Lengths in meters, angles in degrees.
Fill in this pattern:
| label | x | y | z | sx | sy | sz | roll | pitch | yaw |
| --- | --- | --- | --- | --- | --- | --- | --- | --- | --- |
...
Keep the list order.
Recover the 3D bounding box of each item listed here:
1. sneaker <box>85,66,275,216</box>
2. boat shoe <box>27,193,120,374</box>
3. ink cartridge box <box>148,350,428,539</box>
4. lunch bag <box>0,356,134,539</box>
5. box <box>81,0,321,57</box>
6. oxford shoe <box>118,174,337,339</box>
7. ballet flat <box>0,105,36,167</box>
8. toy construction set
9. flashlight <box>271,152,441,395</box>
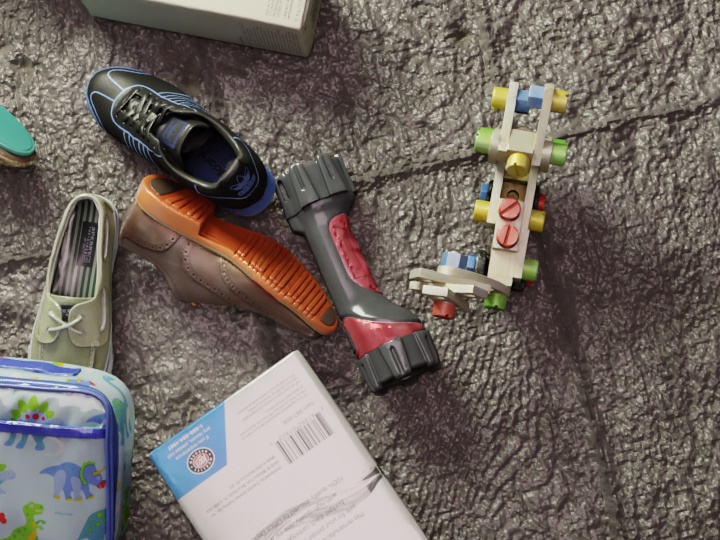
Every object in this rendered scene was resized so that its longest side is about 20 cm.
| label | x | y | z | sx | sy | sz | roll | pitch | yaw |
| --- | --- | --- | --- | --- | --- | --- | --- | --- | --- |
| sneaker | -0.157 | -0.119 | 1.165 | 0.200 | 0.078 | 0.070 | 32 | 85 | 20 |
| boat shoe | -0.240 | 0.032 | 1.163 | 0.072 | 0.062 | 0.201 | 3 | 82 | 3 |
| ink cartridge box | -0.050 | 0.189 | 1.118 | 0.144 | 0.084 | 0.200 | -34 | 80 | -3 |
| lunch bag | -0.283 | 0.148 | 1.116 | 0.199 | 0.082 | 0.162 | 6 | 100 | 4 |
| box | -0.135 | -0.240 | 1.196 | 0.199 | 0.082 | 0.069 | 12 | 82 | 3 |
| oxford shoe | -0.110 | 0.003 | 1.172 | 0.200 | 0.071 | 0.073 | 36 | 112 | 4 |
| ballet flat | -0.361 | -0.140 | 1.206 | 0.200 | 0.070 | 0.065 | 43 | 112 | 11 |
| toy construction set | 0.113 | -0.045 | 1.127 | 0.092 | 0.131 | 0.201 | 24 | 82 | 7 |
| flashlight | 0.000 | 0.000 | 1.161 | 0.068 | 0.068 | 0.201 | -32 | 73 | 35 |
